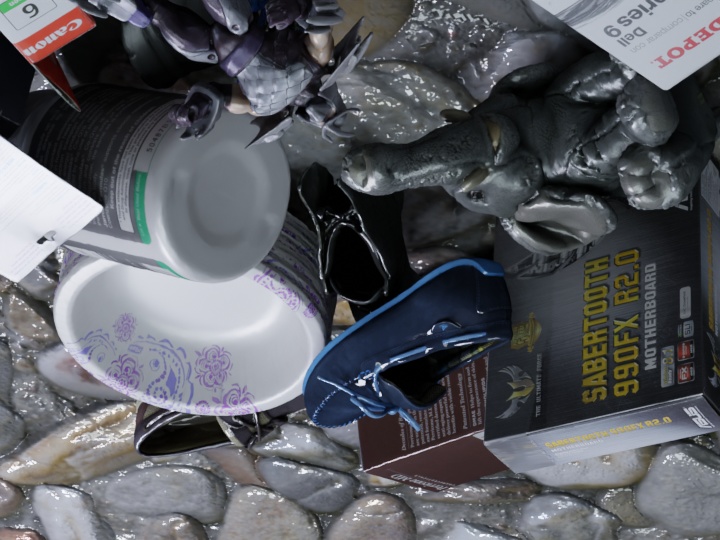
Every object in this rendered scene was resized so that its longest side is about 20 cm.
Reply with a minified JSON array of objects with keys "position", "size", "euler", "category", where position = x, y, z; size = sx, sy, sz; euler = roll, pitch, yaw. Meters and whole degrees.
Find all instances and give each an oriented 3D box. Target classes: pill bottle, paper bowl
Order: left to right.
[{"position":[-0.148,-0.061,1.277],"size":[0.199,0.114,0.113],"euler":[13,154,44],"category":"pill bottle"},{"position":[-0.115,0.008,1.430],"size":[0.199,0.105,0.201],"euler":[6,143,5],"category":"paper bowl"}]

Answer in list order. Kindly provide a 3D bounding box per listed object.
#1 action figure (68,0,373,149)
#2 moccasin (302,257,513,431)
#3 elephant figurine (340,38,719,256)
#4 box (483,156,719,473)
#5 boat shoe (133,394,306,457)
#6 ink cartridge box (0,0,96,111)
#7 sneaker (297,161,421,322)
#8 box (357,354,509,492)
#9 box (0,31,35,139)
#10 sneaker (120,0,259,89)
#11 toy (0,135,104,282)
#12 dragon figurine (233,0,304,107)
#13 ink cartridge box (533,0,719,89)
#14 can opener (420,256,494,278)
[{"position":[-0.080,-0.135,1.133],"size":[0.200,0.070,0.130],"euler":[38,118,-18],"category":"action figure"},{"position":[0.027,0.064,1.343],"size":[0.080,0.069,0.200],"euler":[0,151,-37],"category":"moccasin"},{"position":[0.114,-0.079,1.257],"size":[0.199,0.142,0.156],"euler":[-22,119,25],"category":"elephant figurine"},{"position":[0.164,0.023,1.318],"size":[0.157,0.201,0.048],"euler":[-15,141,29],"category":"box"},{"position":[-0.096,0.112,1.593],"size":[0.199,0.065,0.072],"euler":[-12,137,23],"category":"boat shoe"},{"position":[-0.206,-0.188,1.172],"size":[0.050,0.109,0.200],"euler":[-30,152,4],"category":"ink cartridge box"},{"position":[0.003,0.000,1.369],"size":[0.060,0.104,0.201],"euler":[-1,121,16],"category":"sneaker"},{"position":[0.102,0.106,1.522],"size":[0.199,0.076,0.100],"euler":[-21,153,36],"category":"box"},{"position":[-0.334,-0.123,1.303],"size":[0.181,0.105,0.200],"euler":[28,138,-23],"category":"box"},{"position":[-0.123,-0.194,1.209],"size":[0.090,0.076,0.200],"euler":[-12,148,15],"category":"sneaker"},{"position":[-0.261,-0.082,1.221],"size":[0.199,0.047,0.115],"euler":[33,140,-22],"category":"toy"},{"position":[-0.041,-0.185,1.170],"size":[0.058,0.100,0.201],"euler":[8,143,-1],"category":"dragon figurine"},{"position":[0.150,-0.207,1.086],"size":[0.199,0.085,0.146],"euler":[29,139,-26],"category":"ink cartridge box"},{"position":[0.082,0.021,1.460],"size":[0.199,0.079,0.064],"euler":[-27,92,33],"category":"can opener"}]
